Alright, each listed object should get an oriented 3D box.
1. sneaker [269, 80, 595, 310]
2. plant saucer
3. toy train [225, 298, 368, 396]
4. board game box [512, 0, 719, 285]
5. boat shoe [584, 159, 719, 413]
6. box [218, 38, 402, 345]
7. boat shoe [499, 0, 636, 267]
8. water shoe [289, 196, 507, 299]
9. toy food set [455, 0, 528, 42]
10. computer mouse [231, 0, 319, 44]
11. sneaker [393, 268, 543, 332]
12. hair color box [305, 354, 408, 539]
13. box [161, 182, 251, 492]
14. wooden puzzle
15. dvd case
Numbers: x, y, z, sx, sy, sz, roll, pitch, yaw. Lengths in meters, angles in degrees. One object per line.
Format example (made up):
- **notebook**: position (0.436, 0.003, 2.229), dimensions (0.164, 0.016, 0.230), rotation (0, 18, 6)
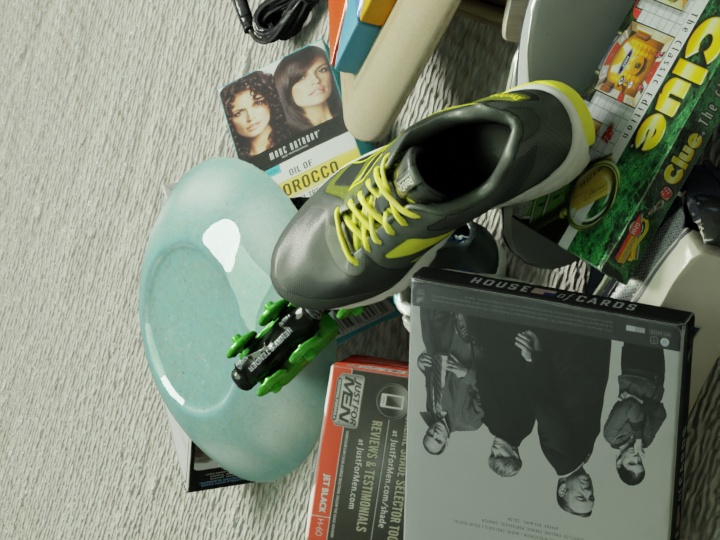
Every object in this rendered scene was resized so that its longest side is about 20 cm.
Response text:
- **sneaker**: position (0.023, -0.043, 1.343), dimensions (0.200, 0.085, 0.075), rotation (-33, 76, 24)
- **plant saucer**: position (-0.088, 0.033, 1.564), dimensions (0.201, 0.039, 0.202), rotation (16, 111, 50)
- **toy train**: position (0.000, 0.000, 1.442), dimensions (0.200, 0.056, 0.042), rotation (-44, 79, 24)
- **board game box**: position (0.157, -0.097, 1.335), dimensions (0.201, 0.023, 0.105), rotation (-61, 31, 3)
- **boat shoe**: position (0.143, 0.028, 1.364), dimensions (0.200, 0.074, 0.093), rotation (-54, 33, 31)
- **box**: position (-0.027, -0.050, 1.657), dimensions (0.082, 0.049, 0.201), rotation (-25, 53, 9)
- **boat shoe**: position (0.115, -0.104, 1.422), dimensions (0.066, 0.072, 0.201), rotation (-136, 51, -72)
- **water shoe**: position (-0.008, -0.024, 1.549), dimensions (0.199, 0.079, 0.072), rotation (4, 59, 27)
- **toy food set**: position (0.062, -0.225, 1.559), dimensions (0.200, 0.060, 0.144), rotation (30, 111, 59)
- **computer mouse**: position (-0.058, -0.258, 1.804), dimensions (0.140, 0.046, 0.201), rotation (-47, 57, 42)
- **sneaker**: position (0.057, 0.028, 1.439), dimensions (0.200, 0.088, 0.076), rotation (130, 158, -79)
- **hair color box**: position (0.010, 0.103, 1.491), dimensions (0.200, 0.061, 0.102), rotation (29, -110, -88)
- **box**: position (-0.097, 0.044, 1.729), dimensions (0.200, 0.060, 0.117), rotation (98, 159, -49)
- **wooden puzzle**: position (0.015, -0.209, 1.562), dimensions (0.185, 0.037, 0.201), rotation (120, 150, -44)
- **dvd case**: position (0.094, 0.106, 1.337), dimensions (0.150, 0.025, 0.201), rotation (10, 113, 21)
